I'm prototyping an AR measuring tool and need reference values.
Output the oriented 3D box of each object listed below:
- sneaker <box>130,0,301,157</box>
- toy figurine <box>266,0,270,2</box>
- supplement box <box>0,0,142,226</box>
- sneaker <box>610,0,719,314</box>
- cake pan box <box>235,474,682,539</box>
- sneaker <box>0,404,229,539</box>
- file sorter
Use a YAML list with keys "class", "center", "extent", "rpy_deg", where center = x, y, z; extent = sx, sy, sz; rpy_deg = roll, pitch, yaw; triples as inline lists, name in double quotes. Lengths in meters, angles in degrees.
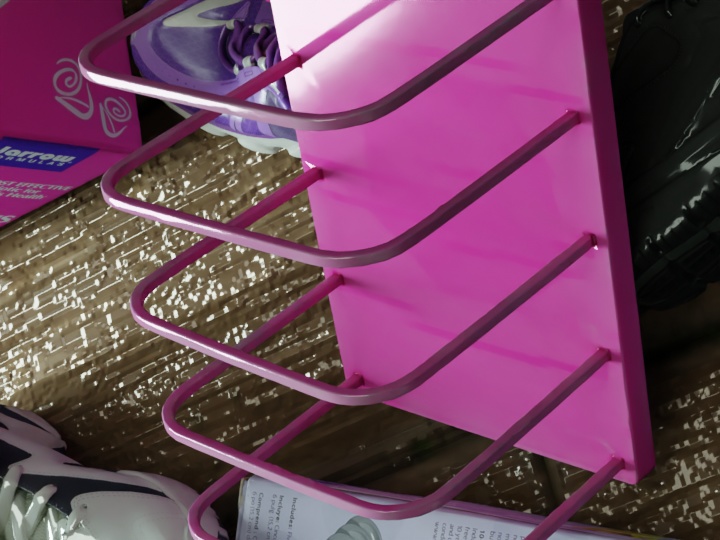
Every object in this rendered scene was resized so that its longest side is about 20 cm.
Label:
- class: "sneaker"
  center: [-0.017, -0.083, 0.850]
  extent: [0.199, 0.083, 0.081]
  rpy_deg: [17, 92, 35]
- class: "toy figurine"
  center: [-0.046, -0.190, 0.831]
  extent: [0.184, 0.150, 0.201]
  rpy_deg: [43, 103, 38]
- class: "supplement box"
  center: [-0.197, -0.070, 0.931]
  extent: [0.199, 0.101, 0.104]
  rpy_deg: [-24, 70, 42]
- class: "sneaker"
  center: [0.138, -0.072, 0.754]
  extent: [0.200, 0.076, 0.091]
  rpy_deg: [-39, 60, 21]
- class: "cake pan box"
  center: [0.028, 0.186, 0.799]
  extent: [0.183, 0.052, 0.202]
  rpy_deg: [3, 84, 35]
- class: "sneaker"
  center: [-0.150, 0.101, 0.858]
  extent: [0.199, 0.129, 0.080]
  rpy_deg: [32, 107, 45]
- class: "file sorter"
  center: [0.000, 0.000, 0.732]
  extent: [0.138, 0.125, 0.201]
  rpy_deg: [16, 129, 38]
